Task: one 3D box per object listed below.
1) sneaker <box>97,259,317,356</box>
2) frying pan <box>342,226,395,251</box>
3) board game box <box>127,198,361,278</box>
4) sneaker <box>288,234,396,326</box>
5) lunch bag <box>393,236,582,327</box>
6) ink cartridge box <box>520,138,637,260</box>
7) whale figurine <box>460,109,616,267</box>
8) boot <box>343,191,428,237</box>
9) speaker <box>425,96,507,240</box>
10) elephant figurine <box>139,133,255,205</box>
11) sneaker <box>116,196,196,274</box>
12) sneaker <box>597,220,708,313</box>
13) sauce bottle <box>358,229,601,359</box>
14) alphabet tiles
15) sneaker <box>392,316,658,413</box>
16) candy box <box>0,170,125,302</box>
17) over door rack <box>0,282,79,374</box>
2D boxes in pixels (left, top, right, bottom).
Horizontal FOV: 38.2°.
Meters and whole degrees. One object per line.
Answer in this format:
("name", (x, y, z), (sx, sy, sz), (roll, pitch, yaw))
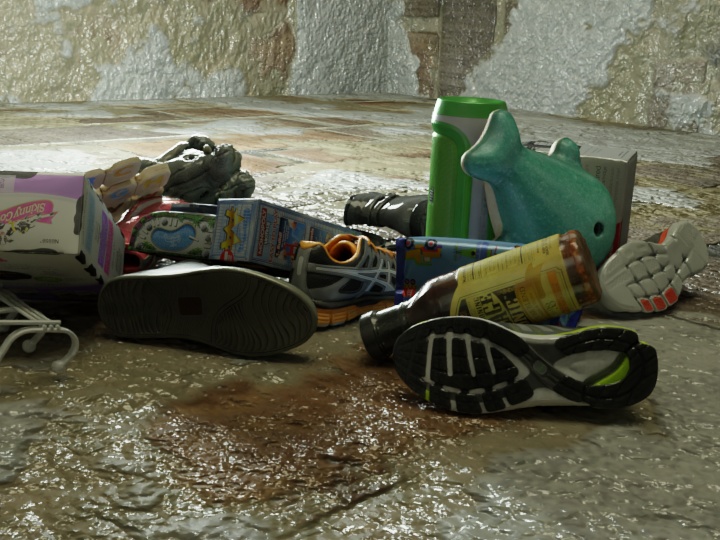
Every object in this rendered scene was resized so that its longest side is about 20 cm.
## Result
("sneaker", (-0.121, 0.021, 0.923), (0.198, 0.076, 0.106), (6, 14, 16))
("frying pan", (0.010, -0.031, 1.242), (0.188, 0.031, 0.115), (5, 14, -8))
("board game box", (-0.120, -0.033, 1.044), (0.198, 0.062, 0.200), (7, -5, 15))
("sneaker", (0.000, 0.000, 1.027), (0.078, 0.078, 0.199), (10, 14, 31))
("lunch bag", (0.128, 0.019, 0.983), (0.149, 0.095, 0.200), (6, 3, 18))
("ink cartridge box", (0.213, -0.075, 1.220), (0.198, 0.147, 0.083), (9, 18, 21))
("whale figurine", (0.185, -0.070, 1.043), (0.103, 0.160, 0.200), (15, -27, 52))
("boot", (0.076, -0.077, 1.329), (0.131, 0.071, 0.199), (12, 6, 34))
("speaker", (0.112, -0.081, 1.109), (0.087, 0.202, 0.089), (3, 14, -1))
("elephant figurine", (-0.214, -0.105, 1.259), (0.140, 0.156, 0.200), (27, 8, 6))
("sneaker", (-0.240, -0.022, 1.118), (0.199, 0.075, 0.086), (-19, 35, -41))
("sneaker", (0.299, 0.008, 1.116), (0.199, 0.078, 0.082), (-19, -6, -43))
("sauce bottle", (0.096, 0.027, 0.855), (0.198, 0.067, 0.066), (-21, 6, 19))
("alphabet tiles", (-0.301, -0.064, 1.115), (0.199, 0.015, 0.196), (-22, -9, -26))
("sneaker", (0.123, 0.074, 0.807), (0.197, 0.075, 0.081), (5, -2, 2))
("candy box", (-0.308, -0.026, 0.918), (0.166, 0.072, 0.200), (3, -13, -3))
("over door rack", (-0.338, 0.038, 0.797), (0.199, 0.067, 0.147), (17, 1, -40))
